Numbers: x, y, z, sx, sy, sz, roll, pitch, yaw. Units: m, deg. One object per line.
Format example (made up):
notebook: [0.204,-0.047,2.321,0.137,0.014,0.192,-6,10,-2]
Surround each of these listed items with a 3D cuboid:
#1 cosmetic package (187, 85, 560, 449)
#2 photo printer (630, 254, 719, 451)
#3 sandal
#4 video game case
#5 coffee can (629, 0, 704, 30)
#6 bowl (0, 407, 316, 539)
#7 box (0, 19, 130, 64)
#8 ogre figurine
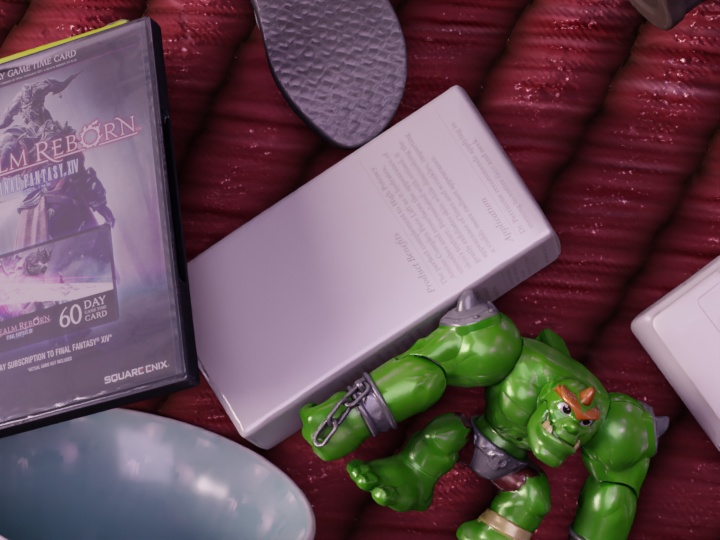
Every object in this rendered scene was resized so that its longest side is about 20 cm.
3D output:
cosmetic package: [0.000,0.000,1.168,0.199,0.074,0.102,-32,77,2]
photo printer: [0.268,0.060,1.161,0.166,0.069,0.200,-37,87,2]
sandal: [-0.035,-0.157,1.201,0.076,0.043,0.201,-27,78,-6]
video game case: [-0.159,-0.020,1.114,0.142,0.019,0.202,-15,69,18]
coffee can: [0.202,-0.243,1.135,0.199,0.146,0.147,-35,87,1]
bowl: [-0.130,0.159,1.130,0.199,0.201,0.106,14,109,3]
box: [-0.158,-0.022,1.150,0.121,0.048,0.202,-14,69,18]
ogre figurine: [0.076,0.091,1.146,0.199,0.098,0.120,35,97,0]
